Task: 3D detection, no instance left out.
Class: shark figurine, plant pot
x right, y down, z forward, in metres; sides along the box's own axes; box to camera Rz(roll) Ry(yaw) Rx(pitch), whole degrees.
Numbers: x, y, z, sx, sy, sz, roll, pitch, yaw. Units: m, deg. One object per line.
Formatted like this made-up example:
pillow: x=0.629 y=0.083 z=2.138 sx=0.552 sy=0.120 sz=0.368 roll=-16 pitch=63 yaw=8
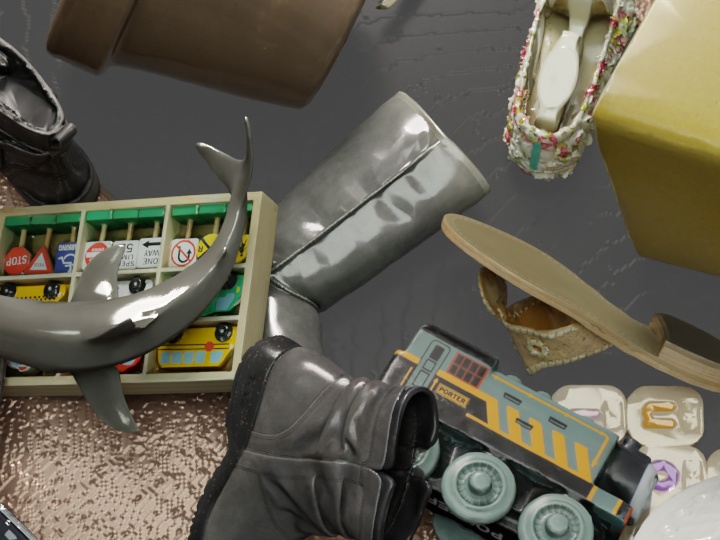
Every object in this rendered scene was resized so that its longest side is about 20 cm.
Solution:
shark figurine: x=-0.128 y=0.013 z=1.253 sx=0.214 sy=0.090 sz=0.128 roll=-34 pitch=88 yaw=-4
plant pot: x=-0.089 y=-0.194 z=1.376 sx=0.174 sy=0.200 sz=0.201 roll=27 pitch=73 yaw=-8
plant pot: x=0.286 y=-0.093 z=1.277 sx=0.200 sy=0.196 sz=0.194 roll=23 pitch=73 yaw=25

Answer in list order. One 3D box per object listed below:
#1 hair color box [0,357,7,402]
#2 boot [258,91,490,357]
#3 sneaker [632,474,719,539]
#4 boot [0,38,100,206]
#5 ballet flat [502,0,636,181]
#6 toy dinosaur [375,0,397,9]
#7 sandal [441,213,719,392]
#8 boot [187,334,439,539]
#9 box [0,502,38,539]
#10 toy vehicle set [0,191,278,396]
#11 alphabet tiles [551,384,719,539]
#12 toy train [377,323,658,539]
hair color box: x=-0.328 y=0.081 z=1.306 sx=0.200 sy=0.064 sz=0.111 roll=-9 pitch=47 yaw=10
boot: x=0.001 y=0.000 z=1.355 sx=0.200 sy=0.073 sz=0.182 roll=-31 pitch=73 yaw=-13
sneaker: x=0.212 y=0.223 z=1.251 sx=0.080 sy=0.147 sz=0.200 roll=2 pitch=25 yaw=44
boot: x=-0.246 y=-0.121 z=1.348 sx=0.200 sy=0.174 sz=0.069 roll=36 pitch=76 yaw=14
ballet flat: x=0.145 y=-0.156 z=1.398 sx=0.075 sy=0.064 sz=0.200 roll=10 pitch=71 yaw=7
toy dinosaur: x=0.067 y=-0.270 z=1.452 sx=0.088 sy=0.047 sz=0.200 roll=1 pitch=71 yaw=19
sandal: x=0.133 y=0.043 z=1.328 sx=0.211 sy=0.078 sz=0.070 roll=26 pitch=110 yaw=-2
boot: x=-0.029 y=0.148 z=1.240 sx=0.132 sy=0.070 sz=0.200 roll=23 pitch=111 yaw=35
box: x=-0.211 y=0.219 z=1.214 sx=0.197 sy=0.200 sz=0.124 roll=43 pitch=78 yaw=16
toy vehicle set: x=-0.153 y=0.017 z=1.337 sx=0.200 sy=0.027 sz=0.125 roll=-3 pitch=70 yaw=24
alphabet tiles: x=0.170 y=0.170 z=1.309 sx=0.195 sy=0.015 sz=0.200 roll=0 pitch=71 yaw=3
toy train: x=0.085 y=0.118 z=1.285 sx=0.200 sy=0.085 sz=0.114 roll=27 pitch=65 yaw=12
